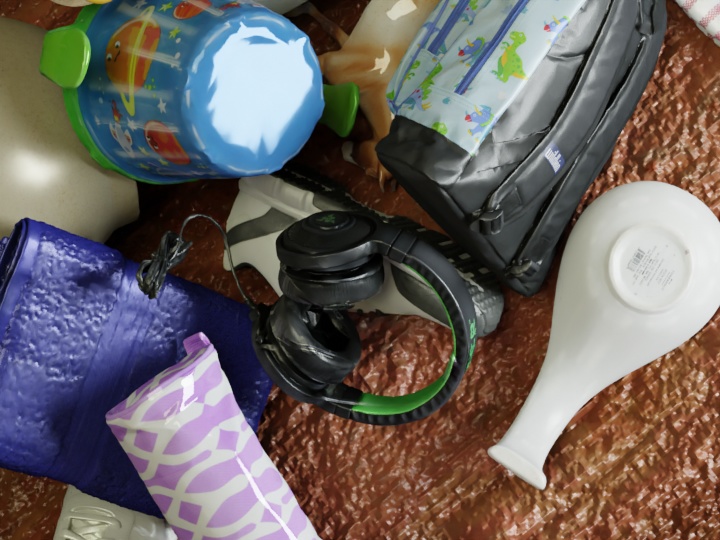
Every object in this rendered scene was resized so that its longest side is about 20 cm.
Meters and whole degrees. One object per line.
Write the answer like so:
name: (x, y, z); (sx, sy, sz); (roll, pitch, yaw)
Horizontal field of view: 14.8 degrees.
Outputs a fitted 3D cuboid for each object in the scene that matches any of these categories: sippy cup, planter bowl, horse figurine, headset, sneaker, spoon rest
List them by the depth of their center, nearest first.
headset: (-0.031, 0.024, 1.649); (0.199, 0.094, 0.124); (23, 120, 9)
sippy cup: (-0.091, -0.111, 1.655); (0.177, 0.140, 0.130); (-31, 24, -23)
spoon rest: (0.143, 0.038, 1.659); (0.099, 0.061, 0.200); (35, 84, 0)
sneaker: (0.000, 0.000, 1.721); (0.200, 0.074, 0.080); (28, 104, 27)
sneaker: (-0.168, 0.195, 1.731); (0.076, 0.080, 0.201); (3, 79, 22)
horse figurine: (0.014, -0.168, 1.752); (0.132, 0.050, 0.201); (34, 95, 30)
planter bowl: (-0.216, -0.074, 1.756); (0.134, 0.200, 0.201); (-14, 73, -9)

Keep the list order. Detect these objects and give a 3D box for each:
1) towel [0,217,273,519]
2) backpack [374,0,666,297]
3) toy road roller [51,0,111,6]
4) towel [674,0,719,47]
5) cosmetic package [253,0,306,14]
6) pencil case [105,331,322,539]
towel: (-0.152, 0.065, 1.704); (0.049, 0.199, 0.148); (19, 88, 60)
backpack: (0.100, -0.114, 1.657); (0.200, 0.163, 0.154); (-49, 53, -2)
toy road roller: (-0.113, -0.230, 1.660); (0.200, 0.146, 0.123); (-48, 40, 1)
towel: (0.292, -0.163, 1.658); (0.146, 0.030, 0.200); (-47, 68, 7)
cosmetic package: (-0.079, -0.196, 1.764); (0.199, 0.051, 0.083); (-26, 59, 28)
pencil case: (-0.069, 0.142, 1.663); (0.084, 0.085, 0.200); (-21, 103, 53)
